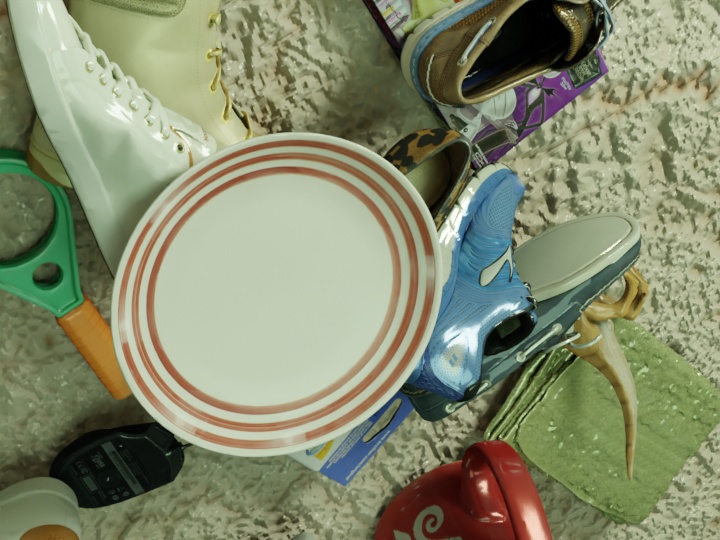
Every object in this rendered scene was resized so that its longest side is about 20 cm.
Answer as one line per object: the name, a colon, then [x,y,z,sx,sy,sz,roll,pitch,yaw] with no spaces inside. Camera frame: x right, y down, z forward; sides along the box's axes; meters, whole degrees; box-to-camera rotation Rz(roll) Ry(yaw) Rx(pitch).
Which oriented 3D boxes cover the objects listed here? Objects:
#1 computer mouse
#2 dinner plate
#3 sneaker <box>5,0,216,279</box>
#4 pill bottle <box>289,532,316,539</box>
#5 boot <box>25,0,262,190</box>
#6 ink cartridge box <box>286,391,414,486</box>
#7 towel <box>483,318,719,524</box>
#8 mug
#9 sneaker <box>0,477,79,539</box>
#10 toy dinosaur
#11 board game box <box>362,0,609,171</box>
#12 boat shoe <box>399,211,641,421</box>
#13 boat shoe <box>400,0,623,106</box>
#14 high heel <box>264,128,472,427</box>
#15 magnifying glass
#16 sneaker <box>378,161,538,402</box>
computer mouse: [-0.116,0.108,1.053,0.200,0.034,0.059,-20,124,7]
dinner plate: [-0.048,0.014,0.911,0.200,0.024,0.201,-9,114,-20]
sneaker: [-0.131,-0.087,0.873,0.085,0.073,0.200,-21,128,-1]
pill bottle: [-0.089,0.291,1.149,0.200,0.114,0.114,-34,127,-8]
boot: [-0.089,-0.116,0.945,0.200,0.073,0.156,8,113,-20]
ink cartridge box: [-0.045,0.061,1.090,0.200,0.042,0.119,36,95,-35]
towel: [0.199,0.114,1.251,0.200,0.036,0.148,32,98,-34]
mug: [0.098,0.239,1.156,0.133,0.200,0.178,-29,129,-2]
sneaker: [-0.270,0.211,1.009,0.200,0.085,0.073,-32,127,6]
toy dinosaur: [0.171,0.044,1.168,0.106,0.060,0.200,-43,100,13]
board game box: [0.076,-0.170,1.033,0.120,0.032,0.200,-42,128,-7]
boat shoe: [0.114,0.033,1.091,0.200,0.075,0.062,-36,118,-7]
boat shoe: [0.125,-0.162,1.001,0.200,0.072,0.072,-37,127,-7]
high heel: [0.000,0.000,0.968,0.071,0.143,0.200,34,55,-14]
magnifying glass: [-0.194,0.008,0.993,0.080,0.022,0.200,-34,128,-7]
sneaker: [0.073,0.011,1.037,0.089,0.200,0.079,33,140,-7]
